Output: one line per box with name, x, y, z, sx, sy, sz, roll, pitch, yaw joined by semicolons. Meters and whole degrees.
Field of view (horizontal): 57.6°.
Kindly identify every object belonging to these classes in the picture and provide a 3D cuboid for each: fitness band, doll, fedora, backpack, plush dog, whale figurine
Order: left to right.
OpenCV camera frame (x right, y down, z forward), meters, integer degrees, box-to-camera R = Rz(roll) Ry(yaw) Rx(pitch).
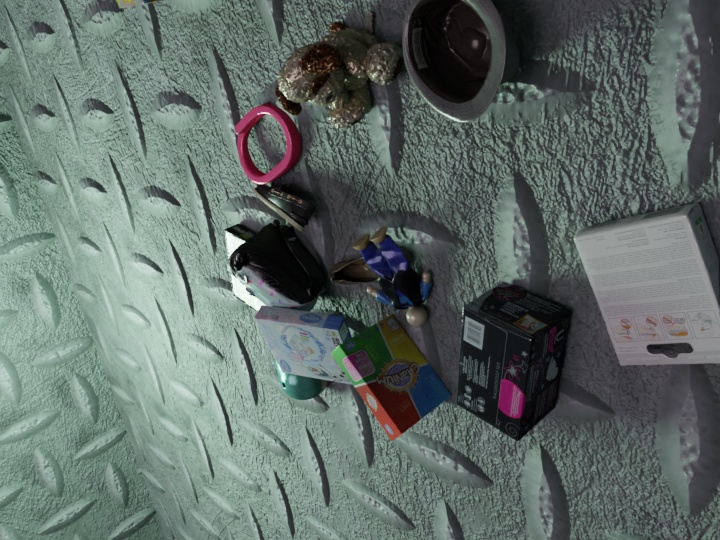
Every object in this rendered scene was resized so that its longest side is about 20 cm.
fitness band;-0.198;-0.264;1.371;0.200;0.037;0.144;-28;89;49
backpack;-0.174;0.010;1.440;0.200;0.167;0.127;41;149;6
whale figurine;-0.171;0.230;1.596;0.200;0.104;0.159;43;139;22
plush dog;-0.054;-0.325;1.056;0.161;0.172;0.200;60;144;5
doll;0.064;0.019;1.209;0.136;0.048;0.200;-21;112;33
fedora;0.148;-0.304;0.896;0.200;0.090;0.177;45;139;32

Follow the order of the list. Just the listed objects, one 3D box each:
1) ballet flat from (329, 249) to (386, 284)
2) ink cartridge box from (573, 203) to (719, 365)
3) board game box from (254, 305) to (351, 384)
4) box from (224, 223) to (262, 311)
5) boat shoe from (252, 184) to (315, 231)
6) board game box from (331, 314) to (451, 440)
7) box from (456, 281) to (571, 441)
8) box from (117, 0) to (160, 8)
ballet flat;0.000;0.000;1.298;0.200;0.046;0.067;-8;106;51
ink cartridge box;0.387;0.025;0.856;0.161;0.050;0.200;-12;106;52
board game box;-0.107;0.164;1.424;0.199;0.043;0.200;5;138;22
box;-0.263;0.003;1.618;0.160;0.044;0.200;27;131;38
boat shoe;-0.163;-0.148;1.395;0.074;0.063;0.201;35;180;-42
board game box;0.061;0.201;1.263;0.200;0.153;0.040;53;141;11
box;0.239;0.140;1.044;0.132;0.115;0.200;27;130;40
box;-0.376;-0.619;1.233;0.122;0.193;0.200;18;127;47
